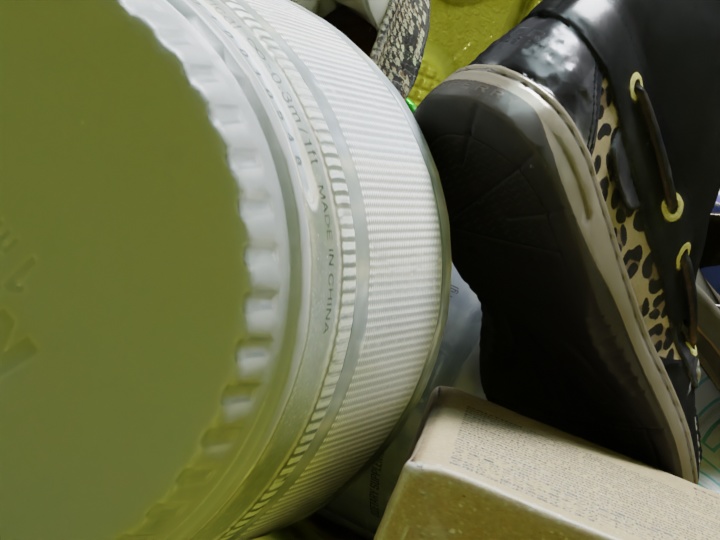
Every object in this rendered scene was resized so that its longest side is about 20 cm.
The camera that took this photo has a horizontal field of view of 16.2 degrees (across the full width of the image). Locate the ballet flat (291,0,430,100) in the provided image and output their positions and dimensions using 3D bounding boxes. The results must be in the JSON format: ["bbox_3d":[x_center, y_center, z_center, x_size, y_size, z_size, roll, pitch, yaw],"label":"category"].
[{"bbox_3d":[-0.021,-0.058,0.806,0.067,0.201,0.075,8,-30,15],"label":"ballet flat"}]

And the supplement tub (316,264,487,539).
[{"bbox_3d":[-0.026,0.011,0.883,0.199,0.123,0.122,24,6,26],"label":"supplement tub"}]

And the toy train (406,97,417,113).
[{"bbox_3d":[0.001,-0.027,1.149,0.056,0.201,0.042,25,47,33],"label":"toy train"}]

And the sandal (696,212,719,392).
[{"bbox_3d":[0.132,0.004,0.896,0.200,0.054,0.082,43,12,-35],"label":"sandal"}]

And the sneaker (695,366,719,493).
[{"bbox_3d":[0.106,0.078,0.916,0.080,0.071,0.200,10,22,-20],"label":"sneaker"}]

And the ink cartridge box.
[{"bbox_3d":[0.095,0.108,0.677,0.199,0.076,0.165,22,4,4],"label":"ink cartridge box"}]

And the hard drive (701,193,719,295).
[{"bbox_3d":[0.113,0.003,1.070,0.131,0.026,0.200,22,-28,-18],"label":"hard drive"}]

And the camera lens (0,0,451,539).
[{"bbox_3d":[-0.068,-0.002,0.639,0.159,0.161,0.200,23,5,12],"label":"camera lens"}]

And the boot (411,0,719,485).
[{"bbox_3d":[0.094,-0.027,0.782,0.073,0.151,0.201,15,-35,37],"label":"boot"}]
